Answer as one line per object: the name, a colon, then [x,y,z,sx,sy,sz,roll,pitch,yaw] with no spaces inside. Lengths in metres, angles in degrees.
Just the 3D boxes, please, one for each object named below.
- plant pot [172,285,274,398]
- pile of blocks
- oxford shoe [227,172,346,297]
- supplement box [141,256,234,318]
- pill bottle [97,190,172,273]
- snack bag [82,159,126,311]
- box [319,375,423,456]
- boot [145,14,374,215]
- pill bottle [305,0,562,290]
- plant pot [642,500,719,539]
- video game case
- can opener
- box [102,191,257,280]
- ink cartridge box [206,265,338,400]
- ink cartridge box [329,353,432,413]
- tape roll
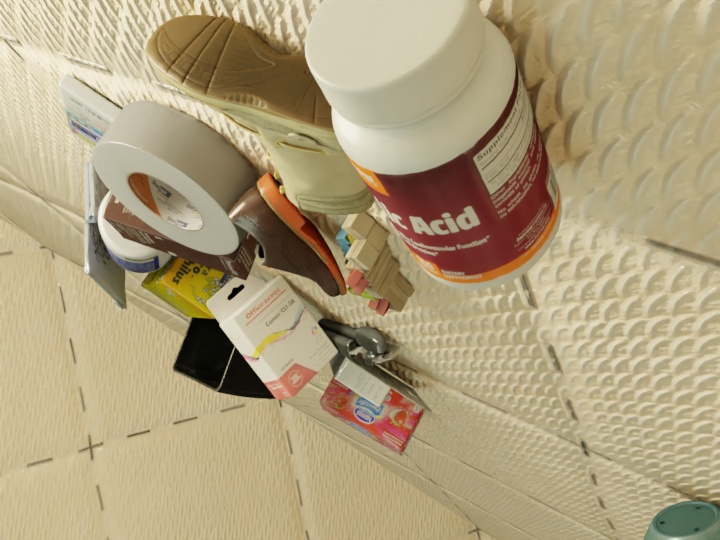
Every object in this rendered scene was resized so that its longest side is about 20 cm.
plant pot: [-0.205,0.138,1.538,0.176,0.203,0.198,28,168,-35]
pile of blocks: [0.000,0.000,0.950,0.081,0.063,0.201,23,162,25]
oxford shoe: [-0.081,-0.027,0.964,0.201,0.072,0.071,52,-176,-40]
supplement box: [-0.295,0.008,1.438,0.109,0.110,0.199,36,163,-20]
pill bottle: [-0.350,-0.061,1.312,0.119,0.121,0.200,32,164,-5]
snack bag: [-0.424,-0.055,1.382,0.021,0.204,0.189,-6,159,0]
box: [0.024,0.286,1.702,0.198,0.101,0.096,28,165,13]
boot: [-0.078,-0.125,0.697,0.197,0.074,0.156,21,160,14]
pill bottle: [0.051,-0.083,0.506,0.113,0.115,0.200,20,161,35]
plant pot: [0.460,0.397,1.116,0.199,0.198,0.137,-7,105,65]
video game case: [-0.303,-0.165,1.092,0.198,0.022,0.182,33,164,-8]
can opener: [-0.013,0.110,1.355,0.198,0.052,0.068,11,120,48]
box: [-0.243,-0.060,1.141,0.197,0.076,0.100,17,165,6]
ink cartridge box: [-0.144,0.094,1.334,0.201,0.116,0.067,53,150,-9]
ink cartridge box: [0.029,0.200,1.447,0.172,0.044,0.200,34,180,-7]
tape roll: [-0.215,-0.105,0.974,0.198,0.067,0.201,24,154,12]
